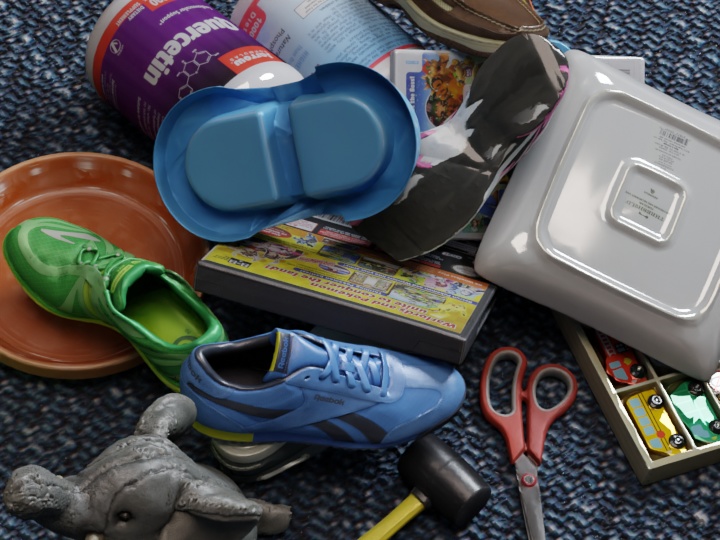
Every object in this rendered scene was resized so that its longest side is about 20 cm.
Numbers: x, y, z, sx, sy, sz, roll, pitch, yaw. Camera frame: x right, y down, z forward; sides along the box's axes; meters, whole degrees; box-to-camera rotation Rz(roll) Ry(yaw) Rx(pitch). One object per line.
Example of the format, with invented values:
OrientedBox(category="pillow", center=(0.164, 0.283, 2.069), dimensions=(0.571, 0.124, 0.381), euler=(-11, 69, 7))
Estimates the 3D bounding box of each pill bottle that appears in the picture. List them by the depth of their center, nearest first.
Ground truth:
OrientedBox(category="pill bottle", center=(-0.116, -0.136, 1.453), dimensions=(0.112, 0.112, 0.200), euler=(-36, 56, -26))
OrientedBox(category="pill bottle", center=(-0.006, -0.156, 1.494), dimensions=(0.109, 0.109, 0.200), euler=(-34, 64, -25))

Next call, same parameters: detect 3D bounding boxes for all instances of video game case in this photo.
OrientedBox(category="video game case", center=(0.000, 0.000, 1.376), dimensions=(0.200, 0.026, 0.181), euler=(16, 23, 10))
OrientedBox(category="video game case", center=(0.121, -0.094, 1.425), dimensions=(0.200, 0.018, 0.143), euler=(0, 90, -13))

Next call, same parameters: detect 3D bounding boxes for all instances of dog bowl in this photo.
OrientedBox(category="dog bowl", center=(-0.049, -0.086, 1.337), dimensions=(0.200, 0.050, 0.112), euler=(-10, 94, 19))

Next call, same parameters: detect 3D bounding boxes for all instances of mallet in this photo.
OrientedBox(category="mallet", center=(0.010, 0.199, 1.295), dimensions=(0.066, 0.041, 0.200), euler=(34, 63, 22))

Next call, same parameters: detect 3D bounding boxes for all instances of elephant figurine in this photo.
OrientedBox(category="elephant figurine", center=(-0.132, 0.152, 1.210), dimensions=(0.141, 0.200, 0.155), euler=(19, 55, 9))

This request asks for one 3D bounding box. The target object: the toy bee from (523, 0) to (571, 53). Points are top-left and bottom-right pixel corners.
OrientedBox(category="toy bee", center=(0.128, -0.141, 1.499), dimensions=(0.109, 0.131, 0.200), euler=(-33, 73, 3))

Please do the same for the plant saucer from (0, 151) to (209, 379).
OrientedBox(category="plant saucer", center=(-0.214, -0.003, 1.415), dimensions=(0.200, 0.032, 0.200), euler=(2, 56, -3))

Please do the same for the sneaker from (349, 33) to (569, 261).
OrientedBox(category="sneaker", center=(0.083, -0.083, 1.370), dimensions=(0.200, 0.086, 0.080), euler=(-41, 80, 12))

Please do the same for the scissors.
OrientedBox(category="scissors", center=(0.114, 0.143, 1.356), dimensions=(0.073, 0.014, 0.200), euler=(12, 56, 0))

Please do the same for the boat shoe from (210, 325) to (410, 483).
OrientedBox(category="boat shoe", center=(-0.023, 0.087, 1.351), dimensions=(0.200, 0.062, 0.073), euler=(-31, 59, -23))

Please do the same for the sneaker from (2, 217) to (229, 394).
OrientedBox(category="sneaker", center=(-0.169, 0.011, 1.340), dimensions=(0.200, 0.084, 0.074), euler=(31, 59, 16))

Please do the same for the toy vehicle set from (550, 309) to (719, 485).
OrientedBox(category="toy vehicle set", center=(0.228, 0.058, 1.415), dimensions=(0.124, 0.027, 0.200), euler=(-15, 58, -16))

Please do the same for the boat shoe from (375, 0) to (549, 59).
OrientedBox(category="boat shoe", center=(0.067, -0.224, 1.436), dimensions=(0.075, 0.075, 0.202), euler=(-16, 36, -40))

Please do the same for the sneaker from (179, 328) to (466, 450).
OrientedBox(category="sneaker", center=(-0.023, 0.076, 1.274), dimensions=(0.200, 0.078, 0.066), euler=(0, 54, -8))

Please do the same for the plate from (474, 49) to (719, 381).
OrientedBox(category="plate", center=(0.210, -0.047, 1.392), dimensions=(0.199, 0.032, 0.200), euler=(25, 73, -3))
